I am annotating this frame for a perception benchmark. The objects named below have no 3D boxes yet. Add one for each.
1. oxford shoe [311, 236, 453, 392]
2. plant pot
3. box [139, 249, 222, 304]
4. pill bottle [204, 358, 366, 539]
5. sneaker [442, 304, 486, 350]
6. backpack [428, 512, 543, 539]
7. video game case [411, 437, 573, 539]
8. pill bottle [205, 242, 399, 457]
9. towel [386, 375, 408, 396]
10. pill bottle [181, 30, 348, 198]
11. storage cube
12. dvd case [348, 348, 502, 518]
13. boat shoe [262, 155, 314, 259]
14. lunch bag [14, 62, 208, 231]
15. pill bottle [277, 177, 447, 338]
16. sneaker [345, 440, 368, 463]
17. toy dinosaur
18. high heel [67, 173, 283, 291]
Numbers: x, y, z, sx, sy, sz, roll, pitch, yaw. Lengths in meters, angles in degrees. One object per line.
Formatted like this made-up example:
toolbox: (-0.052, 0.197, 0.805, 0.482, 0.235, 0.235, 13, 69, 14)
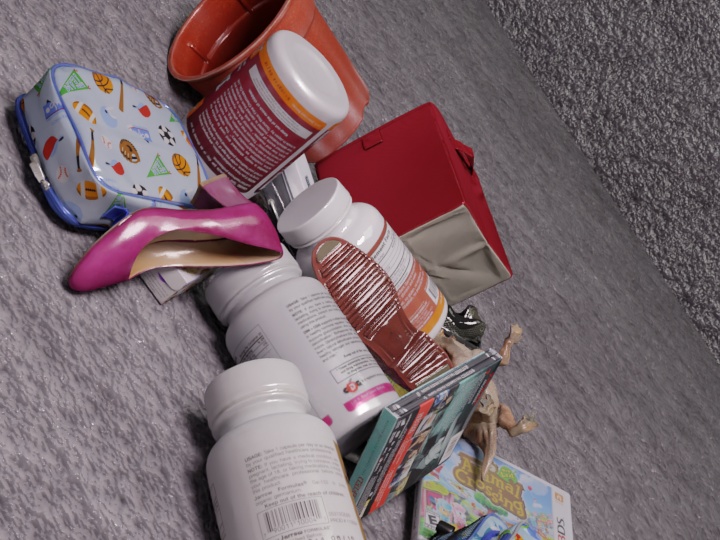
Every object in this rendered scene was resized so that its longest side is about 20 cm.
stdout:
oxford shoe: (0.011, 0.054, 1.127, 0.201, 0.070, 0.075, 54, -18, -6)
plant pot: (-0.100, -0.247, 1.349, 0.195, 0.200, 0.202, 46, 23, -38)
box: (-0.154, -0.017, 1.103, 0.042, 0.039, 0.200, 54, 23, 0)
pill bottle: (-0.067, 0.181, 0.904, 0.114, 0.114, 0.201, 25, 36, -48)
sneaker: (0.130, 0.120, 1.350, 0.200, 0.114, 0.076, 54, -5, -7)
backpack: (0.109, 0.330, 0.969, 0.184, 0.147, 0.199, 57, 39, 3)
video game case: (0.147, 0.269, 1.183, 0.199, 0.022, 0.183, 28, 32, -11)
pill bottle: (-0.059, 0.079, 1.049, 0.201, 0.113, 0.113, 55, 23, 17)
towel: (0.017, 0.119, 1.264, 0.201, 0.023, 0.144, 52, 24, -4)
pill bottle: (-0.117, -0.148, 1.147, 0.113, 0.199, 0.113, 41, 26, -25)
storage cube: (0.067, -0.065, 1.370, 0.171, 0.198, 0.181, 50, 20, -47)
dvd case: (0.059, 0.164, 1.085, 0.022, 0.147, 0.199, 37, 32, 24)
boat shoe: (-0.083, -0.063, 1.270, 0.072, 0.067, 0.202, -51, 126, -74)
lunch bag: (-0.231, -0.104, 1.034, 0.199, 0.075, 0.161, 6, 55, -61)
pill bottle: (0.000, 0.000, 1.202, 0.200, 0.112, 0.113, 50, 23, -24)
sneaker: (-0.029, 0.109, 1.131, 0.201, 0.072, 0.114, 53, 26, -3)
toy dinosaur: (0.124, 0.142, 1.240, 0.085, 0.135, 0.202, -1, 71, -32)
high heel: (-0.159, -0.013, 0.972, 0.199, 0.068, 0.096, -35, 78, -34)
